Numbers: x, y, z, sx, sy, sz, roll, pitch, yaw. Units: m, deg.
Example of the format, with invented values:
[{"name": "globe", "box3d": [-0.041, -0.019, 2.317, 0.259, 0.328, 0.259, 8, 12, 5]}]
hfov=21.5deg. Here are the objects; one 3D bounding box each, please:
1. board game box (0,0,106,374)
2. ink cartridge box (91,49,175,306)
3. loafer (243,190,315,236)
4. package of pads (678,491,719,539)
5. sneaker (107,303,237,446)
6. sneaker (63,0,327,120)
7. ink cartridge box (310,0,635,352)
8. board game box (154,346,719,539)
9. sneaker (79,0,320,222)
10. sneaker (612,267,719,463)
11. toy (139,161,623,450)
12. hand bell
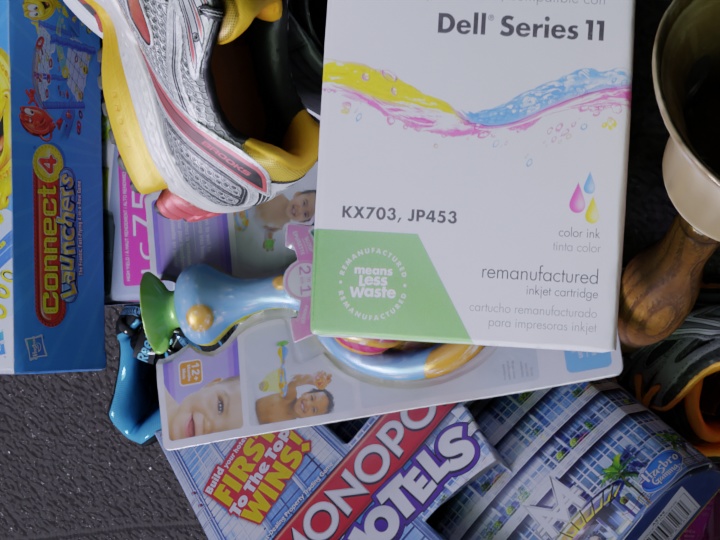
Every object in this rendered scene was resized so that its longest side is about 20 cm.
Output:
[{"name": "board game box", "box3d": [-0.209, -0.049, 0.919, 0.199, 0.056, 0.198, -3, 88, 41]}, {"name": "ink cartridge box", "box3d": [-0.147, -0.042, 0.928, 0.199, 0.042, 0.121, -4, 87, 44]}, {"name": "loafer", "box3d": [0.005, 0.018, 0.908, 0.072, 0.072, 0.201, -3, 138, 19]}, {"name": "package of pads", "box3d": [0.064, 0.124, 0.886, 0.198, 0.120, 0.077, -1, 82, 24]}, {"name": "sneaker", "box3d": [-0.076, 0.008, 0.940, 0.073, 0.082, 0.201, 29, 133, 15]}, {"name": "sneaker", "box3d": [-0.047, -0.119, 0.806, 0.198, 0.071, 0.099, 25, 164, 7]}, {"name": "ink cartridge box", "box3d": [0.044, -0.073, 0.716, 0.116, 0.067, 0.202, 3, 89, 6]}, {"name": "board game box", "box3d": [0.014, 0.096, 0.806, 0.200, 0.200, 0.062, 40, 179, 34]}, {"name": "sneaker", "box3d": [-0.067, -0.119, 0.728, 0.082, 0.078, 0.202, -6, 113, 41]}, {"name": "sneaker", "box3d": [0.137, 0.047, 0.833, 0.199, 0.077, 0.079, -11, 118, 40]}, {"name": "toy", "box3d": [0.000, 0.000, 0.781, 0.198, 0.116, 0.047, -11, 162, 16]}, {"name": "hand bell", "box3d": [0.132, -0.018, 0.727, 0.104, 0.104, 0.200, 34, 153, 7]}]
